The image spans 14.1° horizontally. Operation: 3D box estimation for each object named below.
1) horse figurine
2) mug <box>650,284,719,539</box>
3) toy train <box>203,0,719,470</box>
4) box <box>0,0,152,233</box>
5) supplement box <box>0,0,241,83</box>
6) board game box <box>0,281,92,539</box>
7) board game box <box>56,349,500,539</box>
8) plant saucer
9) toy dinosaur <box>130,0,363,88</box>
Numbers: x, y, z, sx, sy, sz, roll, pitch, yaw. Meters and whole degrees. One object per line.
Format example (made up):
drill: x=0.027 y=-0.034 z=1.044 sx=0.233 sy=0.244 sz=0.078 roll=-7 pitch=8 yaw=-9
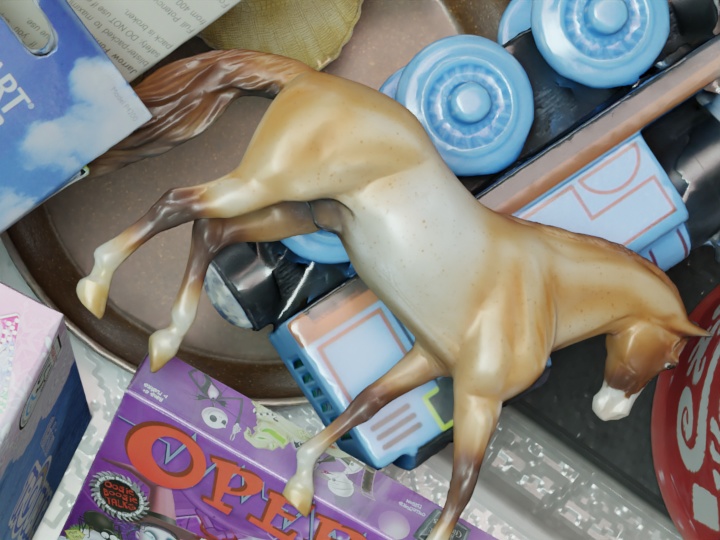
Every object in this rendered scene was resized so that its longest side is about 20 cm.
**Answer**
horse figurine: x=0.000 y=0.000 z=0.887 sx=0.200 sy=0.050 sz=0.133 roll=43 pitch=84 yaw=-7
mug: x=0.188 y=0.024 z=0.938 sx=0.133 sy=0.200 sz=0.178 roll=40 pitch=80 yaw=4
toy train: x=0.048 y=-0.022 z=0.964 sx=0.199 sy=0.087 sz=0.115 roll=-33 pitch=92 yaw=-9
box: x=-0.174 y=-0.031 z=0.833 sx=0.200 sy=0.048 sz=0.122 roll=-38 pitch=123 yaw=-2
supplement box: x=-0.115 y=-0.109 z=0.922 sx=0.200 sy=0.073 sz=0.126 roll=-34 pitch=45 yaw=18
board game box: x=-0.147 y=0.109 z=0.895 sx=0.043 sy=0.200 sz=0.200 roll=25 pitch=79 yaw=2
board game box: x=-0.002 y=0.114 z=0.951 sx=0.199 sy=0.120 sz=0.032 roll=29 pitch=42 yaw=2
plant saucer: x=-0.034 y=-0.050 z=1.018 sx=0.199 sy=0.034 sz=0.202 roll=1 pitch=80 yaw=-4
toy dinosaur: x=-0.024 y=-0.118 z=0.995 sx=0.199 sy=0.058 sz=0.102 roll=-19 pitch=95 yaw=2
